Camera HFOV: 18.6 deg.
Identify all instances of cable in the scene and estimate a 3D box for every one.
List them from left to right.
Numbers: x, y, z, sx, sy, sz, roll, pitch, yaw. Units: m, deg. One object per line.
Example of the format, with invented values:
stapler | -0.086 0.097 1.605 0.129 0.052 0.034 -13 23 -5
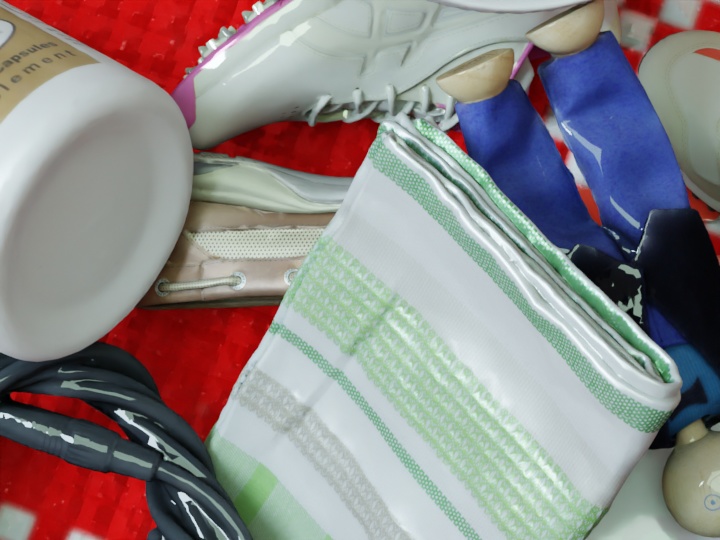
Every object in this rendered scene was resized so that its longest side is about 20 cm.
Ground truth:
cable | -0.117 0.118 0.819 0.162 0.051 0.201 -25 72 -28

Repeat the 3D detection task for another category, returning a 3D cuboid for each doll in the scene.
doll | 0.094 0.008 0.817 0.136 0.048 0.201 -28 96 -11

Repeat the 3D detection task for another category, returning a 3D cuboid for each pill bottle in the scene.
pill bottle | -0.171 -0.058 0.851 0.199 0.114 0.115 29 80 29

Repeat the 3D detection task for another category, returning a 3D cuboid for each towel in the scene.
towel | 0.016 0.063 0.807 0.149 0.031 0.201 47 125 22

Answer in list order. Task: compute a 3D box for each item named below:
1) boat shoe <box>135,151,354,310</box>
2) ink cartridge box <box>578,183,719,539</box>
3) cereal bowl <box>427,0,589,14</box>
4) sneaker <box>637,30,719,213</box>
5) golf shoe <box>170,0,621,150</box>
boat shoe | 0.000 0.000 0.877 0.198 0.076 0.073 7 84 12
ink cartridge box | 0.157 0.059 0.866 0.161 0.057 0.202 -2 83 2
cereal bowl | 0.047 -0.195 0.803 0.198 0.083 0.202 -1 96 -11
sneaker | 0.188 -0.038 0.846 0.070 0.094 0.200 -36 68 -15
golf shoe | 0.018 -0.088 0.883 0.199 0.075 0.092 -29 88 -12
